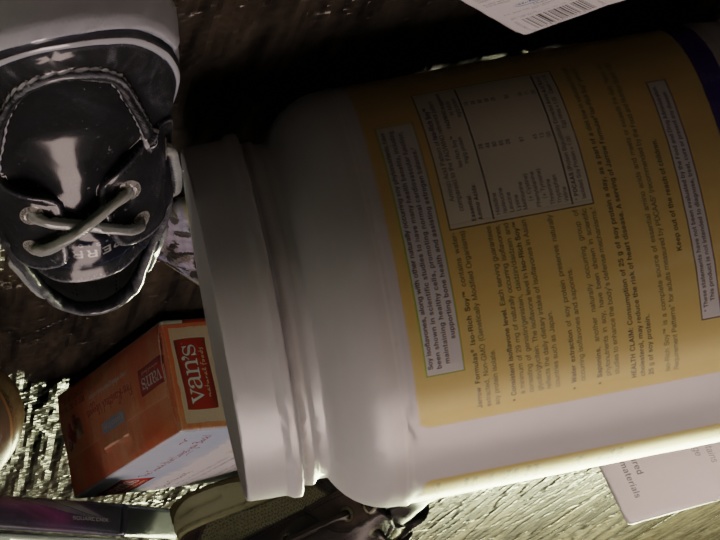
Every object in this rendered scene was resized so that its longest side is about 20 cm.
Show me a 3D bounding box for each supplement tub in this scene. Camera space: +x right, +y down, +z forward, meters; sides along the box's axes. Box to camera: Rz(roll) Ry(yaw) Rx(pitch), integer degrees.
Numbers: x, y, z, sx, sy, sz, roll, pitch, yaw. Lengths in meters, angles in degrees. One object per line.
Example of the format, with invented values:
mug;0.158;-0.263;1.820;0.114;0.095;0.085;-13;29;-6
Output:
supplement tub;0.047;0.000;0.824;0.199;0.146;0.145;-10;166;-6

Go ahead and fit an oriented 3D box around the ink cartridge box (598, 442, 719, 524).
ink cartridge box;0.188;0.006;0.960;0.199;0.083;0.147;-18;-153;19

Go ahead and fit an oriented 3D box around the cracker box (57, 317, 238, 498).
cracker box;-0.033;0.062;1.182;0.199;0.058;0.134;-4;165;-31

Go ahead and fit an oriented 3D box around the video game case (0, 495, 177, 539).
video game case;-0.203;0.122;1.219;0.199;0.019;0.143;4;174;6

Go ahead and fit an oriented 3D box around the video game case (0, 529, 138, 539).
video game case;-0.221;0.141;1.247;0.143;0.018;0.200;1;173;22

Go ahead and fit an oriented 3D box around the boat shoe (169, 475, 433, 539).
boat shoe;-0.005;0.122;1.184;0.200;0.066;0.072;-19;165;28

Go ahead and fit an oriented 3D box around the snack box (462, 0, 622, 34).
snack box;0.119;-0.115;0.679;0.199;0.024;0.072;-18;164;23

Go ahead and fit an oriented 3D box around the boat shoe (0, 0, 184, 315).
boat shoe;-0.088;-0.031;0.743;0.071;0.068;0.200;-10;166;-10

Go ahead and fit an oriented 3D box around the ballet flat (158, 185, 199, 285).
ballet flat;0.000;0.000;0.945;0.200;0.072;0.072;0;162;-40

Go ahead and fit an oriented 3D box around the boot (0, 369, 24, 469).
boot;-0.186;0.066;1.077;0.075;0.074;0.200;-21;180;-32
